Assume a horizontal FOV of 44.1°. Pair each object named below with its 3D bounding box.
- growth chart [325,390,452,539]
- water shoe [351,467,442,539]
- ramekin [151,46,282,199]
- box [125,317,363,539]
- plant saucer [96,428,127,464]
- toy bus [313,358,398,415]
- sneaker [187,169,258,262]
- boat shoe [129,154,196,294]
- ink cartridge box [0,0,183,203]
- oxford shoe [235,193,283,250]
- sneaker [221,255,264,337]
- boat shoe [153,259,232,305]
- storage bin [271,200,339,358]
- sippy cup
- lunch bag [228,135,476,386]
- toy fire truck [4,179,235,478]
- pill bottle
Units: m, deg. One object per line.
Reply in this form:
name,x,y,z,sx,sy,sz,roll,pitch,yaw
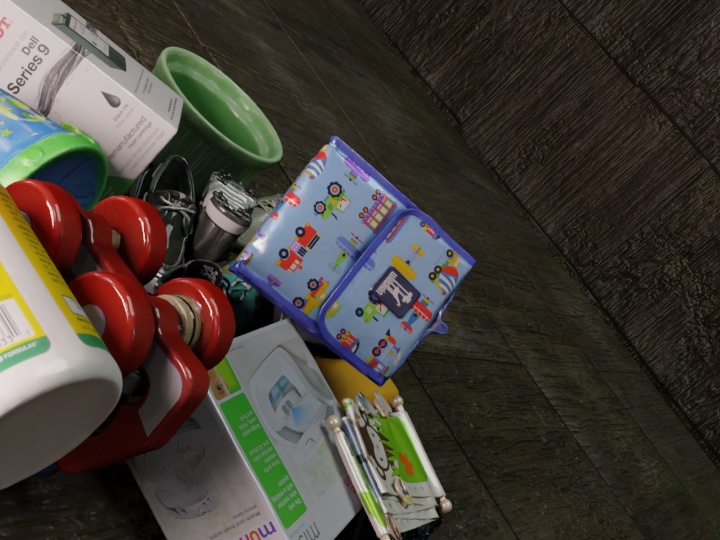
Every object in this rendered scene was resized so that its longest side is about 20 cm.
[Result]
growth chart,0.027,0.174,0.811,0.146,0.018,0.200,62,17,14
water shoe,0.038,0.253,0.868,0.071,0.079,0.201,40,21,-18
ramekin,-0.206,-0.182,1.156,0.200,0.098,0.201,41,20,-18
box,-0.088,0.150,0.726,0.178,0.096,0.200,60,18,5
plant saucer,-0.213,0.064,0.740,0.200,0.032,0.201,46,20,-22
toy bus,-0.042,0.136,0.923,0.065,0.078,0.199,55,21,22
sneaker,-0.166,-0.057,1.025,0.066,0.091,0.200,34,12,-13
boat shoe,-0.210,-0.058,0.940,0.072,0.071,0.201,28,29,-33
ink cartridge box,-0.295,-0.163,0.861,0.199,0.146,0.084,37,23,-26
oxford shoe,-0.127,-0.069,1.170,0.076,0.058,0.200,55,23,10
sneaker,-0.131,0.016,0.964,0.077,0.080,0.200,44,20,-9
boat shoe,-0.147,0.024,0.790,0.074,0.067,0.199,30,14,3
storage bin,-0.027,0.023,0.967,0.144,0.136,0.200,10,-10,4
sippy cup,-0.305,-0.088,0.741,0.130,0.140,0.178,39,-7,9
lunch bag,0.000,0.000,0.841,0.199,0.151,0.094,38,-8,-8
toy fire truck,-0.193,0.046,0.600,0.200,0.168,0.112,48,17,20
pill bottle,-0.228,0.012,0.494,0.201,0.113,0.112,52,20,17
